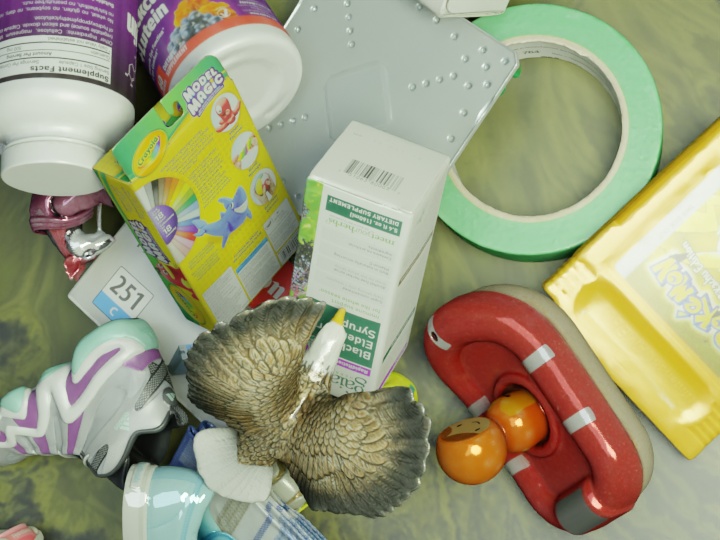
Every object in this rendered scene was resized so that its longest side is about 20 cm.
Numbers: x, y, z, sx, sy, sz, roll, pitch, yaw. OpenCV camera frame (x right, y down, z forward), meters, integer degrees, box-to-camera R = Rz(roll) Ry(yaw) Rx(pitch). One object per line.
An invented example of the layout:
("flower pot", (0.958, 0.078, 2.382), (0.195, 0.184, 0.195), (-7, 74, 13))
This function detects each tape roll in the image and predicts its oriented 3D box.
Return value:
("tape roll", (0.138, -0.108, 1.084), (0.200, 0.048, 0.201), (-1, 83, 12))

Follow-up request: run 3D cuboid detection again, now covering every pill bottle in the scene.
("pill bottle", (-0.222, -0.162, 1.017), (0.112, 0.112, 0.200), (-4, 75, 12))
("pill bottle", (-0.138, -0.209, 1.107), (0.111, 0.111, 0.200), (-37, 59, 6))

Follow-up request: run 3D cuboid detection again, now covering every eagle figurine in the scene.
("eagle figurine", (-0.042, 0.091, 0.935), (0.151, 0.200, 0.151), (-5, 90, -6))

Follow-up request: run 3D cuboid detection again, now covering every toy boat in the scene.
("toy boat", (0.109, 0.112, 1.005), (0.131, 0.131, 0.200), (-25, 75, -31))

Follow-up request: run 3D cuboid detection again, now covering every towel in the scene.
("towel", (-0.083, 0.225, 1.069), (0.200, 0.024, 0.147), (42, 128, 15))

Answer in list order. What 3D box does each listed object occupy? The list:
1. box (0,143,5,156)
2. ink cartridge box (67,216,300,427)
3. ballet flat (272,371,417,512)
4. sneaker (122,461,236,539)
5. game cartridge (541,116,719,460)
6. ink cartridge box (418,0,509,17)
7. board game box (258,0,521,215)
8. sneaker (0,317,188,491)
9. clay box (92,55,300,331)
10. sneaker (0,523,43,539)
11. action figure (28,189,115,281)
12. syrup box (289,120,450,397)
("box", (-0.268, -0.189, 1.184), (0.041, 0.039, 0.200), (22, 88, 15))
("ink cartridge box", (-0.112, 0.019, 1.123), (0.200, 0.045, 0.176), (40, 93, 13))
("ballet flat", (-0.040, 0.149, 1.074), (0.200, 0.067, 0.067), (-36, 101, 5))
("sneaker", (-0.132, 0.238, 1.049), (0.082, 0.074, 0.200), (2, 122, 9))
("game cartridge", (0.261, 0.013, 1.027), (0.200, 0.032, 0.176), (-44, 93, 3))
("ink cartridge box", (0.050, -0.306, 1.055), (0.200, 0.084, 0.146), (44, 125, 29))
("board game box", (0.003, -0.131, 1.089), (0.200, 0.026, 0.200), (39, 101, 28))
("sneaker", (-0.217, 0.143, 1.091), (0.200, 0.078, 0.140), (-38, 73, 29))
("clay box", (-0.120, -0.059, 1.027), (0.048, 0.200, 0.115), (21, 59, 37))
("sneaker", (-0.260, 0.267, 1.106), (0.200, 0.075, 0.105), (13, 91, 17))
("action figure", (-0.236, -0.091, 1.091), (0.149, 0.134, 0.200), (8, 73, -31))
("syrup box", (0.000, 0.000, 0.999), (0.079, 0.081, 0.200), (22, 132, 11))
